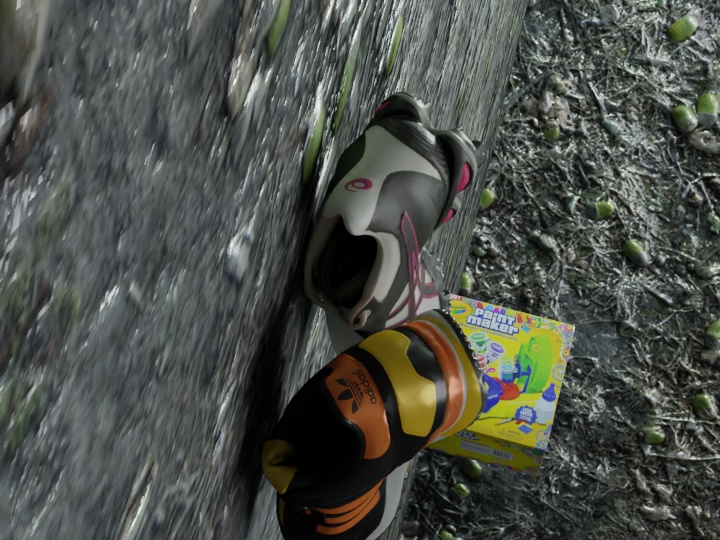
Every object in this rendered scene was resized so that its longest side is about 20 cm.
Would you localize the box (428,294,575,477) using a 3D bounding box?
[{"bbox_3d":[0.180,0.160,2.403,0.122,0.199,0.194,92,14,-65],"label":"box"}]

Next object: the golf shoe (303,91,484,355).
[{"bbox_3d":[0.000,0.000,0.867,0.088,0.077,0.201,-44,156,-34],"label":"golf shoe"}]

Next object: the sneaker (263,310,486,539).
[{"bbox_3d":[-0.018,0.090,0.836,0.090,0.070,0.200,-16,156,-33],"label":"sneaker"}]
